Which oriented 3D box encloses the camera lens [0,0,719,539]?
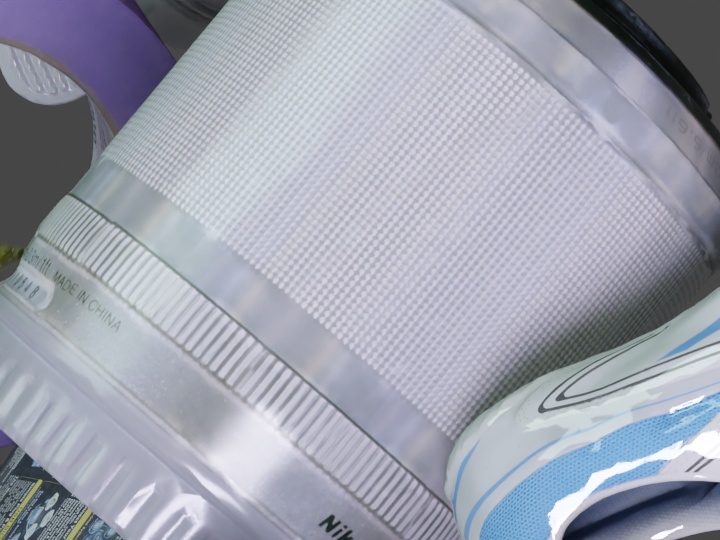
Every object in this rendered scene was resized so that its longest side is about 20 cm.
[{"bbox_3d":[0.000,0.000,0.840,0.200,0.160,0.160,-50,24,-4],"label":"camera lens"}]

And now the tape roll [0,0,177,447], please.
[{"bbox_3d":[-0.161,-0.036,1.122,0.200,0.200,0.085,-46,23,5],"label":"tape roll"}]

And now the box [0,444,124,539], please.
[{"bbox_3d":[-0.090,0.102,0.978,0.201,0.049,0.161,-56,23,-17],"label":"box"}]

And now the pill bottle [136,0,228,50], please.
[{"bbox_3d":[-0.019,-0.176,1.205,0.199,0.109,0.109,-33,28,31],"label":"pill bottle"}]

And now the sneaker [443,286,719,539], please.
[{"bbox_3d":[0.114,0.025,0.743,0.199,0.072,0.073,-36,64,9],"label":"sneaker"}]

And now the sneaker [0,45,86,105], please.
[{"bbox_3d":[-0.098,-0.161,1.392,0.200,0.074,0.082,-53,-6,0],"label":"sneaker"}]
